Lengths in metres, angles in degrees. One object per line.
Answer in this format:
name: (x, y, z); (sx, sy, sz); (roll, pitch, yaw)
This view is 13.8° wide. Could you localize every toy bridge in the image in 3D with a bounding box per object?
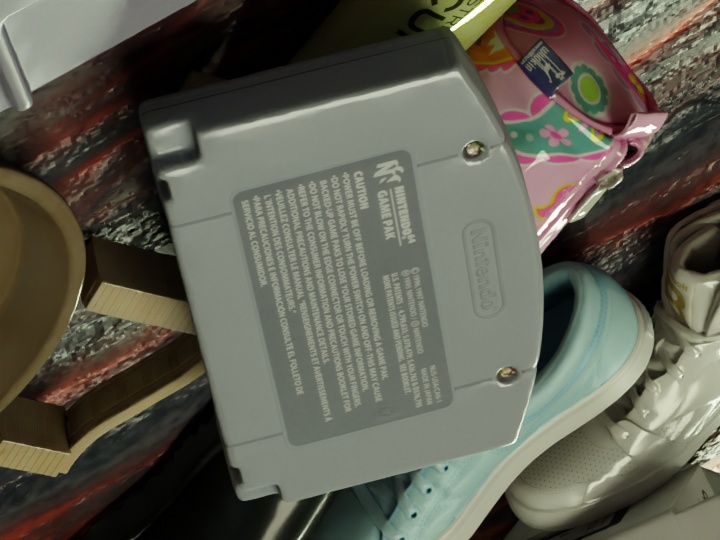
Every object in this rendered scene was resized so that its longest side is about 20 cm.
toy bridge: (-0.074, 0.007, 1.131); (0.067, 0.027, 0.200); (14, 129, -28)

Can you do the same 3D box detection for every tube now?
tube: (0.033, -0.105, 1.073); (0.058, 0.052, 0.200); (33, 130, -16)

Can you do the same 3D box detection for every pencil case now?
pencil case: (0.035, -0.018, 1.172); (0.087, 0.088, 0.200); (3, 136, -49)

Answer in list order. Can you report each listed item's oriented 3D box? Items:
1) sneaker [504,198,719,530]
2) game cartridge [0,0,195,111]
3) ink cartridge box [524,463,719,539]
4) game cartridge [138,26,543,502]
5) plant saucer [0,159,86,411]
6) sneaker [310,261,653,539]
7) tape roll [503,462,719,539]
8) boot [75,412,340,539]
sneaker: (0.140, 0.032, 1.389); (0.200, 0.074, 0.116); (-35, 145, -5)
game cartridge: (-0.071, -0.125, 0.949); (0.199, 0.038, 0.130); (-30, 156, -8)
ink cartridge box: (0.132, 0.174, 1.425); (0.199, 0.116, 0.068); (-26, -173, 23)
game cartridge: (0.000, 0.000, 1.100); (0.133, 0.041, 0.201); (-11, 135, -1)
plant saucer: (-0.191, 0.023, 1.055); (0.199, 0.030, 0.200); (-26, 152, -15)
sneaker: (0.037, 0.065, 1.328); (0.200, 0.074, 0.082); (-44, 143, 1)
tape roll: (0.172, 0.206, 1.542); (0.203, 0.203, 0.139); (-42, 150, 15)
boot: (-0.037, 0.151, 1.273); (0.198, 0.163, 0.073); (-41, 153, 12)
